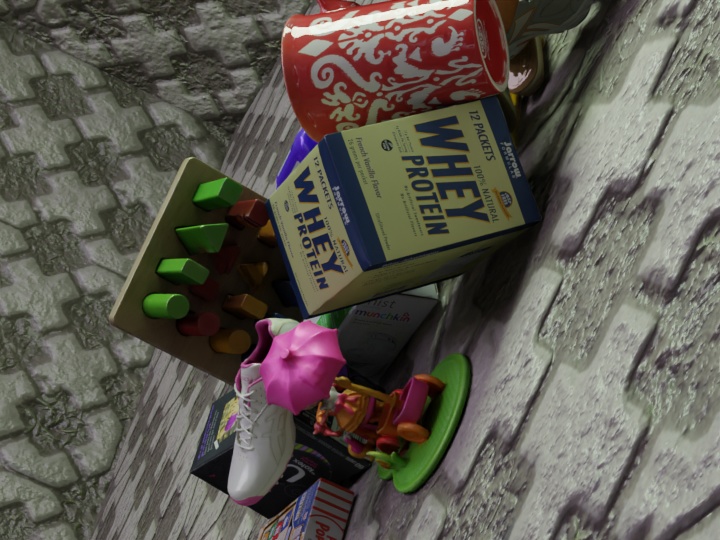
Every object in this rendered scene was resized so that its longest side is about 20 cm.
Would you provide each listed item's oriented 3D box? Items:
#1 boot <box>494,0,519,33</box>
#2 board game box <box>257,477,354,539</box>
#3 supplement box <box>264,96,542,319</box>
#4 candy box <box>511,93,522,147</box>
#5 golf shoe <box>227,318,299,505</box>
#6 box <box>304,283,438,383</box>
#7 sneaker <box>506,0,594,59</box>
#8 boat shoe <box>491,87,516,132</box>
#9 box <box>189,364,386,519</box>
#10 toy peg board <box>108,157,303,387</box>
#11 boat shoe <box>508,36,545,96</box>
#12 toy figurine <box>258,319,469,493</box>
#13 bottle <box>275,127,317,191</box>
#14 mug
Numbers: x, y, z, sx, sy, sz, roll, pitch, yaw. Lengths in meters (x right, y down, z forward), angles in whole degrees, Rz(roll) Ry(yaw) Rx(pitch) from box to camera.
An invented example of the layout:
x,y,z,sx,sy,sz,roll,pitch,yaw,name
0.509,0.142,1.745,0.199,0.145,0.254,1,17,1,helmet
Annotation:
x,y,z,sx,sy,sz,roll,pitch,yaw,name
0.201,-0.321,1.529,0.077,0.155,0.201,16,-93,-69,boot
-0.082,0.335,1.699,0.200,0.046,0.152,-46,22,56,board game box
0.038,-0.060,1.534,0.200,0.199,0.135,-39,69,63,supplement box
0.081,-0.163,1.722,0.102,0.199,0.026,-77,-25,-49,candy box
-0.105,0.142,1.579,0.075,0.091,0.201,8,74,48,golf shoe
0.000,0.000,1.761,0.177,0.096,0.201,124,145,-45,box
0.166,-0.281,1.612,0.200,0.092,0.076,-33,62,47,sneaker
0.112,-0.230,1.610,0.073,0.201,0.063,-19,37,22,boat shoe
-0.083,0.185,1.732,0.200,0.122,0.106,-34,30,43,box
-0.129,0.010,1.622,0.098,0.199,0.201,-2,62,64,toy peg board
0.178,-0.272,1.741,0.074,0.069,0.201,-37,47,28,boat shoe
-0.016,0.123,1.517,0.200,0.183,0.151,-42,25,62,toy figurine
-0.051,-0.105,1.686,0.083,0.065,0.200,-33,-9,-25,bottle
0.031,-0.227,1.506,0.199,0.178,0.134,-9,31,22,mug
